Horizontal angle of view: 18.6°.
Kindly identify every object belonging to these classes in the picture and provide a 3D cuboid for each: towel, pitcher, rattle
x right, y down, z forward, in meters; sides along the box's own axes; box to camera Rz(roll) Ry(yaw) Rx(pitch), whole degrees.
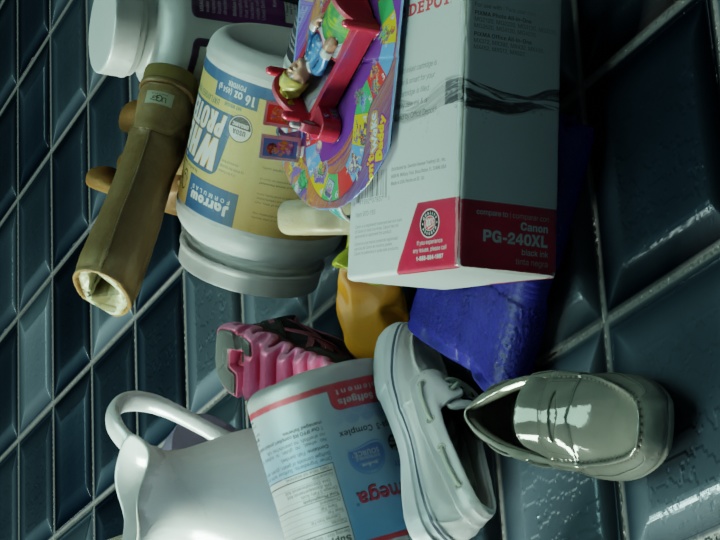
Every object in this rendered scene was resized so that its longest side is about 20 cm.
[{"bbox_3d":[0.102,-0.024,1.530,0.148,0.049,0.201,38,119,56],"label":"towel"},{"bbox_3d":[-0.104,0.166,1.776,0.172,0.199,0.121,-107,31,-43],"label":"pitcher"},{"bbox_3d":[0.000,0.000,1.635,0.200,0.130,0.143,-162,87,-78],"label":"rattle"}]

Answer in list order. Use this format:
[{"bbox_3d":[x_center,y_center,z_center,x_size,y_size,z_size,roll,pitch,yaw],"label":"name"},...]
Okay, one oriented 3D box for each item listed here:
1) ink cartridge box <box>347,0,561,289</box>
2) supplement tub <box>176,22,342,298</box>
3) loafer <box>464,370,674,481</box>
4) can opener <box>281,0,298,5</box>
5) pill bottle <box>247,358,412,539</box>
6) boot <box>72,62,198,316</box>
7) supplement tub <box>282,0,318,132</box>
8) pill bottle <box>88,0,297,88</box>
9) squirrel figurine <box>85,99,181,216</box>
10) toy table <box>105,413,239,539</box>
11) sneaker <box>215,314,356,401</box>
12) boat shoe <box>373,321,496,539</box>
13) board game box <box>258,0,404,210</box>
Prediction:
[{"bbox_3d":[0.063,-0.093,1.473,0.145,0.083,0.201,-7,79,60],"label":"ink cartridge box"},{"bbox_3d":[-0.073,-0.092,1.830,0.145,0.144,0.201,-132,51,-60],"label":"supplement tub"},{"bbox_3d":[0.131,0.098,1.395,0.200,0.070,0.070,166,107,-66],"label":"loafer"},{"bbox_3d":[-0.045,-0.224,1.747,0.063,0.200,0.079,119,174,-71],"label":"can opener"},{"bbox_3d":[-0.007,0.174,1.626,0.109,0.108,0.201,-35,70,61],"label":"pill bottle"},{"bbox_3d":[-0.186,-0.054,1.866,0.175,0.066,0.201,75,-152,-66],"label":"boot"},{"bbox_3d":[0.022,-0.184,1.628,0.140,0.140,0.201,-125,46,-57],"label":"supplement tub"},{"bbox_3d":[-0.131,-0.202,1.920,0.112,0.199,0.113,-175,90,-67],"label":"pill bottle"},{"bbox_3d":[-0.144,-0.140,2.065,0.200,0.141,0.187,20,93,57],"label":"squirrel figurine"},{"bbox_3d":[-0.134,0.234,1.897,0.117,0.184,0.200,-53,26,24],"label":"toy table"},{"bbox_3d":[-0.025,0.084,1.769,0.200,0.095,0.079,29,122,39],"label":"sneaker"},{"bbox_3d":[0.063,0.112,1.582,0.067,0.073,0.200,-34,48,27],"label":"boat shoe"},{"bbox_3d":[-0.028,-0.143,1.514,0.158,0.039,0.201,2,86,62],"label":"board game box"}]
